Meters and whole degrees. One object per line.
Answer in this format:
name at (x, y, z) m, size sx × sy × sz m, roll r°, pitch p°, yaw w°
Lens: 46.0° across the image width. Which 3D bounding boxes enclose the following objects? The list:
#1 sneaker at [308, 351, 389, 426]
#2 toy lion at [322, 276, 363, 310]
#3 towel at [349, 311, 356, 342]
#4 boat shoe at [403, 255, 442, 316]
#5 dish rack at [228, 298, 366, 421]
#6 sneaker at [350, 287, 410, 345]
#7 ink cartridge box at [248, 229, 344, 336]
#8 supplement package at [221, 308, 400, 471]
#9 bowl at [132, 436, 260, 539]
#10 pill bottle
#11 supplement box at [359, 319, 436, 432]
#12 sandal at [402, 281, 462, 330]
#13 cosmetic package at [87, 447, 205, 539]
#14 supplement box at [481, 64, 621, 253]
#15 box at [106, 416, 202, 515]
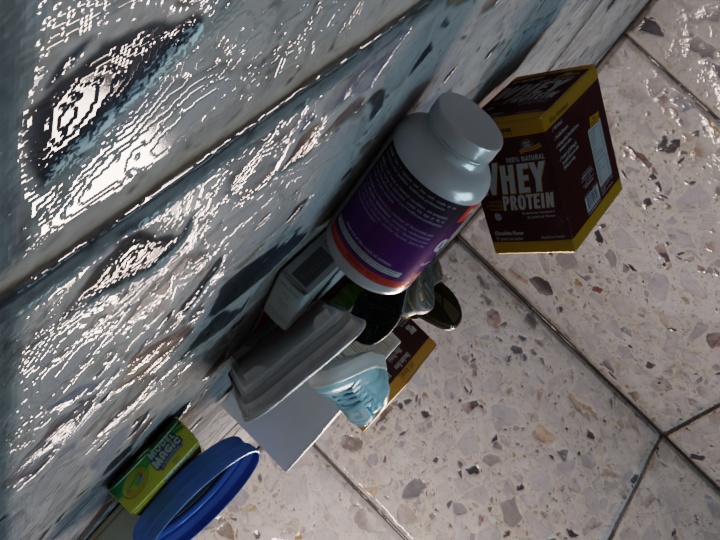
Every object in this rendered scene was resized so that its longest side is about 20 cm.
sneaker at (-0.003, 0.146, 1.030) m, size 0.073 × 0.084 × 0.199 m, roll -17°, pitch 170°, yaw 19°
toy lion at (0.000, 0.000, 1.168) m, size 0.191 × 0.069 × 0.201 m, roll -30°, pitch -162°, yaw 51°
towel at (-0.058, 0.100, 1.113) m, size 0.197 × 0.023 × 0.144 m, roll -29°, pitch -175°, yaw -3°
boat shoe at (0.067, 0.004, 1.201) m, size 0.072 × 0.076 × 0.200 m, roll -19°, pitch -164°, yaw 18°
dish rack at (-0.087, 0.090, 0.992) m, size 0.171 × 0.044 × 0.200 m, roll -40°, pitch -169°, yaw -9°
sneaker at (0.049, -0.011, 1.033) m, size 0.104 × 0.059 × 0.203 m, roll -47°, pitch 161°, yaw -70°
ink cartridge box at (-0.039, -0.003, 1.010) m, size 0.200 × 0.043 × 0.174 m, roll -45°, pitch 172°, yaw -33°
supplement package at (-0.074, 0.158, 1.311) m, size 0.192 × 0.147 × 0.200 m, roll -51°, pitch 173°, yaw 30°
bowl at (-0.217, 0.300, 1.123) m, size 0.200 × 0.039 × 0.201 m, roll -44°, pitch 165°, yaw -15°
pill bottle at (0.055, -0.076, 0.853) m, size 0.201 × 0.112 × 0.112 m, roll -51°, pitch 173°, yaw 36°
supplement box at (0.004, 0.141, 1.538) m, size 0.133 × 0.200 × 0.197 m, roll -49°, pitch 174°, yaw 26°
sandal at (0.060, 0.040, 1.267) m, size 0.082 × 0.196 × 0.055 m, roll -54°, pitch 158°, yaw -46°
cosmetic package at (-0.302, 0.347, 1.240) m, size 0.200 × 0.073 × 0.104 m, roll -48°, pitch 174°, yaw -2°
supplement box at (0.269, -0.163, 1.244) m, size 0.131 × 0.203 × 0.197 m, roll 0°, pitch -150°, yaw 40°
box at (-0.254, 0.248, 1.067) m, size 0.117 × 0.048 × 0.200 m, roll -46°, pitch 173°, yaw -18°
